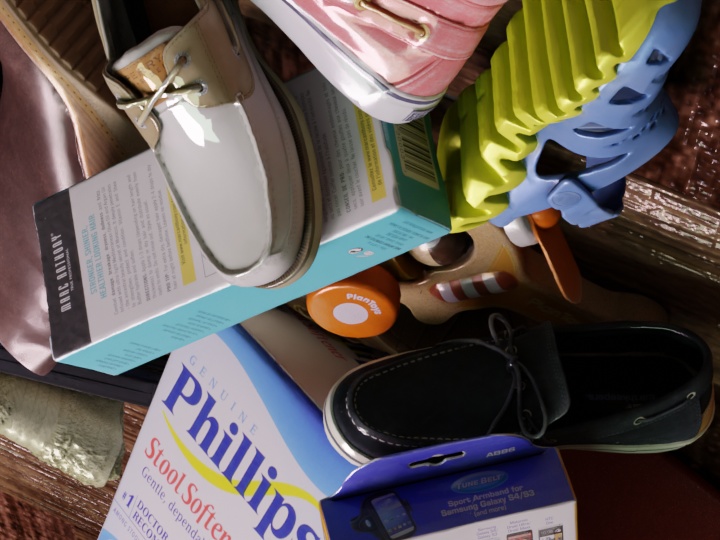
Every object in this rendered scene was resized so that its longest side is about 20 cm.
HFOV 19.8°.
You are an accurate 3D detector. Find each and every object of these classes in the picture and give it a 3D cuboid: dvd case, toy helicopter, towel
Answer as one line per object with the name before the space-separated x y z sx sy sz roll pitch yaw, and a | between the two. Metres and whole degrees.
dvd case | -0.118 0.067 1.262 0.142 0.018 0.199 10 -179 33
toy helicopter | 0.077 -0.005 1.030 0.199 0.079 0.132 25 140 -22
towel | -0.213 0.058 1.314 0.148 0.037 0.200 30 -164 -16

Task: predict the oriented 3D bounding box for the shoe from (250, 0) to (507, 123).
shoe | -0.024 -0.158 0.863 0.200 0.072 0.091 42 129 1

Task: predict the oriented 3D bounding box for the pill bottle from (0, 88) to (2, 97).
pill bottle | -0.207 -0.038 1.175 0.199 0.115 0.114 31 153 -6

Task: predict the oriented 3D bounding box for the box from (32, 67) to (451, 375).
box | -0.058 -0.024 0.953 0.199 0.083 0.049 -23 157 27

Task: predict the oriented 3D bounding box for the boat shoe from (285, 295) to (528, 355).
boat shoe | 0.000 0.000 1.107 0.199 0.074 0.066 34 164 -5

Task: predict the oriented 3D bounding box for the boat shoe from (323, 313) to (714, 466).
boat shoe | 0.080 0.057 1.002 0.198 0.075 0.062 -3 146 -8

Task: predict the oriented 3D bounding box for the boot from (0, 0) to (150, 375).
boot | -0.178 -0.057 1.064 0.166 0.072 0.200 -37 95 30

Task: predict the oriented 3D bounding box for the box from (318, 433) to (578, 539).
box | 0.047 0.162 1.006 0.118 0.042 0.201 -13 135 -5

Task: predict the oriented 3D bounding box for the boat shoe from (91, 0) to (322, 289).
boat shoe | -0.079 -0.085 0.898 0.074 0.202 0.068 -29 163 28

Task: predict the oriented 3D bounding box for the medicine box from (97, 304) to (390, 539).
medicine box | -0.039 0.139 1.116 0.102 0.201 0.182 2 -151 -41

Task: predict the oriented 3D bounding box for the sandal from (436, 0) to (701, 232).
sandal | 0.100 -0.075 0.886 0.086 0.080 0.200 10 156 -15

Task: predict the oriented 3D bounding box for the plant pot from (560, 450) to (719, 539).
plant pot | 0.097 0.183 1.201 0.199 0.200 0.177 -12 123 51
